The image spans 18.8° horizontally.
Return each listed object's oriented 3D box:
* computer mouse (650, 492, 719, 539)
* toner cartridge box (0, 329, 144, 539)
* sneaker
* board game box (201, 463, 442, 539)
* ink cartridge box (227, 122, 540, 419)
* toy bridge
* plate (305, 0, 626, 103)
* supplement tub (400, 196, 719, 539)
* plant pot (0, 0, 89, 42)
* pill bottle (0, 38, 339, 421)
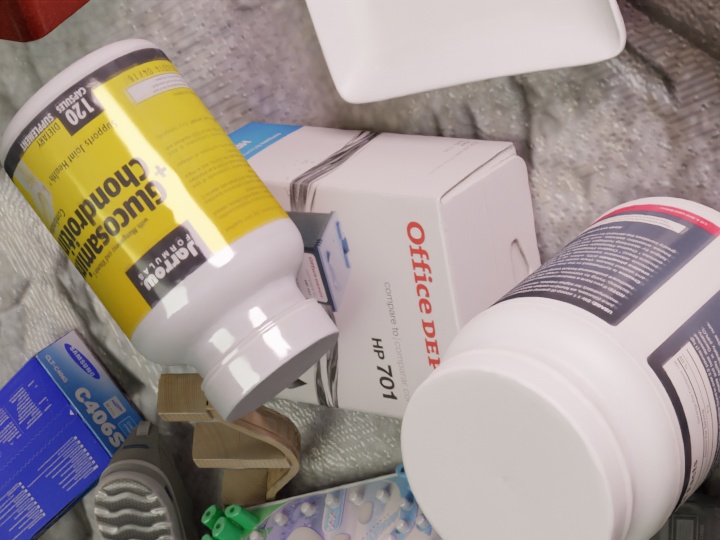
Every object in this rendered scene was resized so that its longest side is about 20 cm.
[{"bbox_3d":[0.140,0.164,1.248,0.198,0.053,0.140,5,80,23],"label":"computer mouse"},{"bbox_3d":[-0.235,0.131,1.564,0.095,0.043,0.200,51,135,2],"label":"toner cartridge box"},{"bbox_3d":[-0.133,0.192,1.501,0.074,0.082,0.201,5,130,8],"label":"sneaker"},{"bbox_3d":[-0.032,0.218,1.332,0.199,0.201,0.026,-17,140,33],"label":"board game box"},{"bbox_3d":[0.000,0.000,1.267,0.199,0.086,0.148,8,118,39],"label":"ink cartridge box"},{"bbox_3d":[-0.071,0.110,1.364,0.067,0.027,0.200,-2,156,10],"label":"toy bridge"},{"bbox_3d":[0.039,-0.197,1.158,0.199,0.032,0.201,-6,110,40],"label":"plate"},{"bbox_3d":[0.125,0.060,1.117,0.140,0.200,0.141,20,125,30],"label":"supplement tub"},{"bbox_3d":[-0.215,-0.244,1.240,0.199,0.200,0.177,11,132,35],"label":"plant pot"},{"bbox_3d":[-0.102,-0.020,1.204,0.200,0.112,0.112,52,135,9],"label":"pill bottle"}]
